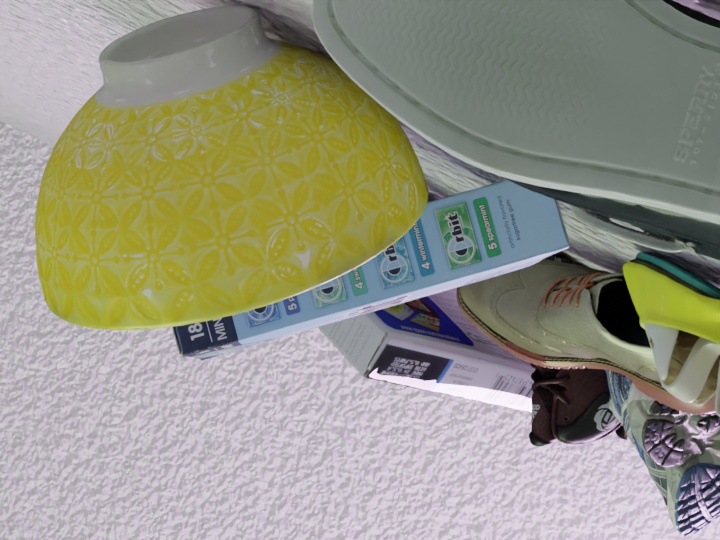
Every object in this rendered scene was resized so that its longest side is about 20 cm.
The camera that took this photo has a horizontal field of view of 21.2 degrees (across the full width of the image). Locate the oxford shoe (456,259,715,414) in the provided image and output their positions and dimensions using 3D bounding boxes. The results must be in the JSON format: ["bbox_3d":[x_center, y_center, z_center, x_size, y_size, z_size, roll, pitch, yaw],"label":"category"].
[{"bbox_3d":[0.139,0.020,1.159,0.198,0.071,0.074,16,153,32],"label":"oxford shoe"}]

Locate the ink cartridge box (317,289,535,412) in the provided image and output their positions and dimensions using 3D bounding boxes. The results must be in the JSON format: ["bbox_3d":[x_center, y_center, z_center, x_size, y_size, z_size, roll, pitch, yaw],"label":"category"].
[{"bbox_3d":[0.017,0.014,1.341,0.197,0.047,0.200,14,-156,-48],"label":"ink cartridge box"}]

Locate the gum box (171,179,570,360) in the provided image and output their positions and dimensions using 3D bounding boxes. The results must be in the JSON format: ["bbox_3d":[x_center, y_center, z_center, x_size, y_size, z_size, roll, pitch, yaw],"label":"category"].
[{"bbox_3d":[0.000,0.000,1.017,0.198,0.045,0.170,-17,178,-2],"label":"gum box"}]

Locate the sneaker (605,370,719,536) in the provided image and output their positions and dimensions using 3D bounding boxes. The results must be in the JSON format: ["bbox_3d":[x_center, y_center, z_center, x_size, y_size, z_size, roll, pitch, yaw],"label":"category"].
[{"bbox_3d":[0.206,0.098,1.252,0.085,0.077,0.201,54,176,39],"label":"sneaker"}]

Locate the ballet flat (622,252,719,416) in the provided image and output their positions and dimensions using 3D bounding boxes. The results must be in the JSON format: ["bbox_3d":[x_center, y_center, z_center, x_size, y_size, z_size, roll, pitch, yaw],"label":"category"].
[{"bbox_3d":[0.188,0.041,0.978,0.066,0.068,0.199,28,177,-32],"label":"ballet flat"}]

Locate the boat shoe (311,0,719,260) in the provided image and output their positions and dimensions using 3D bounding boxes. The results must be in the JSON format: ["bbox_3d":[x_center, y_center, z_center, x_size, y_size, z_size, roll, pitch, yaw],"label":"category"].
[{"bbox_3d":[0.079,-0.041,0.534,0.199,0.076,0.060,27,171,21],"label":"boat shoe"}]

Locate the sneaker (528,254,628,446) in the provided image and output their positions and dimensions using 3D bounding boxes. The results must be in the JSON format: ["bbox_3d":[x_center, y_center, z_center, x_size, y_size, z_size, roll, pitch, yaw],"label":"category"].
[{"bbox_3d":[0.120,0.053,1.274,0.199,0.116,0.076,28,176,-17],"label":"sneaker"}]

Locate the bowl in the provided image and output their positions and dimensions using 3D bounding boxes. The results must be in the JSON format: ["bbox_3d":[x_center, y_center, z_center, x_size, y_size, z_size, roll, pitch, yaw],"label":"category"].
[{"bbox_3d":[-0.074,-0.063,0.930,0.200,0.199,0.109,22,132,58],"label":"bowl"}]
